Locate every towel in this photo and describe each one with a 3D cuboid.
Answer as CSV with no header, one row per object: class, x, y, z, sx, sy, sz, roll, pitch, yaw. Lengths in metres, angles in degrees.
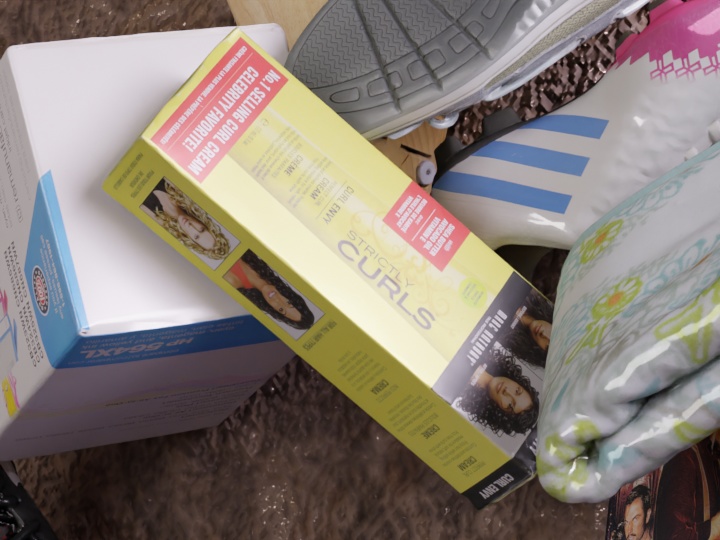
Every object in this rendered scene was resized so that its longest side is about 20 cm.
towel,0.146,-0.014,0.829,0.200,0.171,0.048,-37,99,20

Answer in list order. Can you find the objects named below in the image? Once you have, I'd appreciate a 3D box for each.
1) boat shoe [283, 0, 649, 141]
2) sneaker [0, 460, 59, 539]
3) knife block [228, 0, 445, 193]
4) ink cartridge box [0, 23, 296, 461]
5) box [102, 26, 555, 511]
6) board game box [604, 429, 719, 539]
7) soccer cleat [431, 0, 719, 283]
boat shoe,0.062,-0.109,0.965,0.202,0.065,0.075,-34,60,5
sneaker,-0.180,0.111,1.085,0.098,0.071,0.201,17,127,55
knife block,-0.028,-0.134,1.085,0.175,0.064,0.201,11,85,43
ink cartridge box,-0.108,-0.003,1.033,0.200,0.125,0.129,-43,59,57
box,0.000,0.000,0.933,0.075,0.200,0.050,-51,4,-34
board game box,0.159,0.074,0.835,0.200,0.035,0.136,-23,54,56
soccer cleat,0.114,-0.046,0.948,0.200,0.070,0.087,-32,67,36
